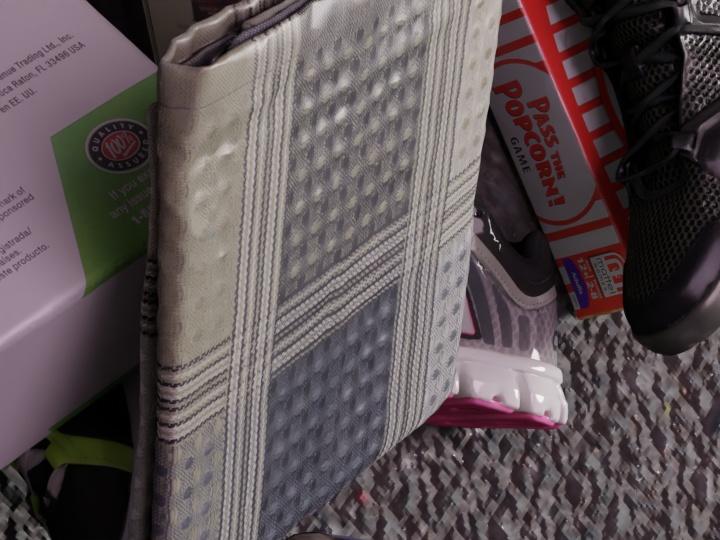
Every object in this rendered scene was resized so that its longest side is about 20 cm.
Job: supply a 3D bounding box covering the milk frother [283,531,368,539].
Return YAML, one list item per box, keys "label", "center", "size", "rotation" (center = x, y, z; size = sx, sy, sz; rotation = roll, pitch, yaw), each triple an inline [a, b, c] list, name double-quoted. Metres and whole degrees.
- label: "milk frother"
  center: [-0.077, 0.189, 0.818]
  size: [0.188, 0.199, 0.181]
  rotation: [-21, 114, -68]

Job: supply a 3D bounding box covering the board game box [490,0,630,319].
- label: "board game box"
  center: [0.142, -0.088, 1.064]
  size: [0.200, 0.046, 0.152]
  rotation: [-28, 97, -35]

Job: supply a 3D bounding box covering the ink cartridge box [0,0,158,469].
- label: "ink cartridge box"
  center: [-0.154, -0.039, 0.777]
  size: [0.200, 0.084, 0.145]
  rotation: [43, 55, 16]

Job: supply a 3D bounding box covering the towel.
- label: "towel"
  center: [-0.016, -0.010, 0.777]
  size: [0.192, 0.034, 0.201]
  rotation: [-36, 139, -51]

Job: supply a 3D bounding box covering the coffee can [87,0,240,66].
- label: "coffee can"
  center: [-0.037, -0.156, 0.835]
  size: [0.146, 0.146, 0.200]
  rotation: [-48, 149, -31]

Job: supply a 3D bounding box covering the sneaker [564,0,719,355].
- label: "sneaker"
  center: [0.115, -0.069, 0.970]
  size: [0.114, 0.076, 0.200]
  rotation: [32, 62, -23]

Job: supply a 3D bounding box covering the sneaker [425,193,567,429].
- label: "sneaker"
  center: [0.000, 0.000, 0.936]
  size: [0.199, 0.074, 0.088]
  rotation: [18, 72, -36]

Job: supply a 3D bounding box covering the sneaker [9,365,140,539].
- label: "sneaker"
  center: [-0.116, 0.033, 0.833]
  size: [0.083, 0.072, 0.200]
  rotation: [-3, 53, -23]
